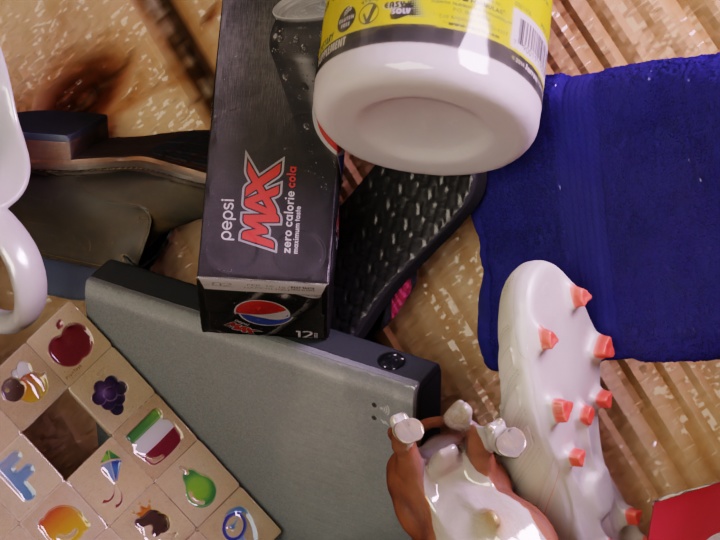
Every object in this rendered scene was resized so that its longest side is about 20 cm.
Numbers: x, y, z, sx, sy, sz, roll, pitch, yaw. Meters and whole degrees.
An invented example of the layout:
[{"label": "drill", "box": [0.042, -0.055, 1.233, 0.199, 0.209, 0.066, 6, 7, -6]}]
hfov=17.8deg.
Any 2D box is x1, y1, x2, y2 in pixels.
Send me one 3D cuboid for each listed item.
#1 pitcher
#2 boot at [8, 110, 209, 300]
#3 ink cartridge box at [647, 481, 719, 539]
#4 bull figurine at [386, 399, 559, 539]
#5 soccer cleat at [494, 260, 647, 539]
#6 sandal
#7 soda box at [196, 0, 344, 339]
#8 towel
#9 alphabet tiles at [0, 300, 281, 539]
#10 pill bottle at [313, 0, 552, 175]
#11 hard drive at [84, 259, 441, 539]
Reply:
[{"label": "pitcher", "box": [-0.250, -0.027, 1.263, 0.199, 0.121, 0.173, -28, 83, 49]}, {"label": "boot", "box": [-0.112, -0.027, 1.265, 0.198, 0.075, 0.098, 12, 111, 25]}, {"label": "ink cartridge box", "box": [0.174, 0.178, 1.034, 0.083, 0.200, 0.177, -20, 109, 21]}, {"label": "bull figurine", "box": [0.075, 0.147, 1.073, 0.065, 0.122, 0.200, -32, 66, -16]}, {"label": "soccer cleat", "box": [0.088, 0.084, 1.133, 0.077, 0.069, 0.201, 6, 127, 34]}, {"label": "sandal", "box": [0.000, 0.000, 1.217, 0.200, 0.045, 0.075, -44, 68, 24]}, {"label": "soda box", "box": [-0.042, -0.069, 1.175, 0.070, 0.063, 0.202, 3, 63, 1]}, {"label": "towel", "box": [0.136, -0.028, 1.130, 0.199, 0.049, 0.149, -6, 91, 46]}, {"label": "alphabet tiles", "box": [-0.165, 0.143, 1.185, 0.200, 0.008, 0.167, -44, 93, -18]}, {"label": "pill bottle", "box": [0.042, -0.159, 1.141, 0.111, 0.112, 0.202, -3, 65, 23]}, {"label": "hard drive", "box": [-0.052, 0.082, 1.214, 0.199, 0.033, 0.141, 17, 128, 24]}]
